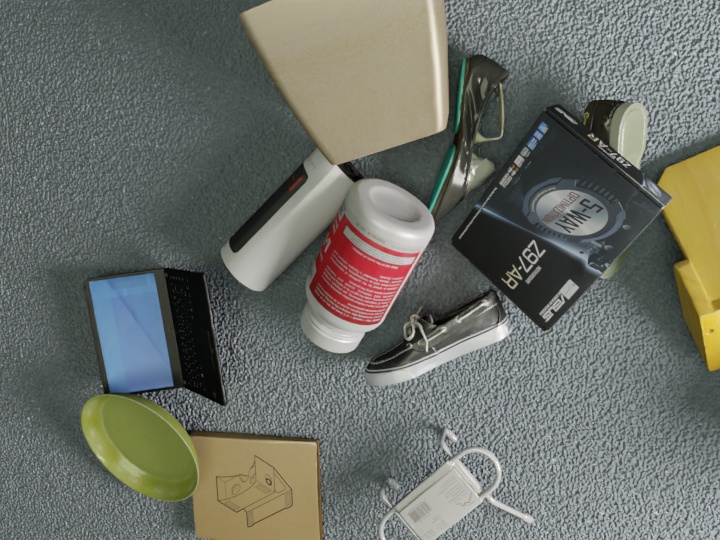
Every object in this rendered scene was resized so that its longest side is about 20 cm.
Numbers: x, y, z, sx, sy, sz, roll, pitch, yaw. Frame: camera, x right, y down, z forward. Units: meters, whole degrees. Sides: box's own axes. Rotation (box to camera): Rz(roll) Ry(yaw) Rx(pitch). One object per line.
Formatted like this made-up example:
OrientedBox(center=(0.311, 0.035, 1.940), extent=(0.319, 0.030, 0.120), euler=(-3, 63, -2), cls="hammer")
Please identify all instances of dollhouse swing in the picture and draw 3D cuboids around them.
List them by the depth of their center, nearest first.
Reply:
OrientedBox(center=(0.451, -0.026, 0.754), extent=(0.198, 0.178, 0.182), euler=(-23, 137, 16), cls="dollhouse swing")

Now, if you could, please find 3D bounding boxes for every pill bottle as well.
OrientedBox(center=(0.000, 0.000, 0.811), extent=(0.111, 0.112, 0.202), euler=(31, 121, 5), cls="pill bottle")

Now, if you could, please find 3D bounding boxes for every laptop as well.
OrientedBox(center=(-0.282, 0.095, 0.905), extent=(0.198, 0.102, 0.180), euler=(6, 107, 51), cls="laptop")

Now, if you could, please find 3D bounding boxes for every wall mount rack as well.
OrientedBox(center=(0.126, 0.315, 0.881), extent=(0.200, 0.075, 0.174), euler=(-44, 86, 17), cls="wall mount rack")

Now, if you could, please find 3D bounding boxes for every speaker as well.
OrientedBox(center=(-0.084, -0.067, 0.843), extent=(0.200, 0.081, 0.081), euler=(-42, 90, 18), cls="speaker")

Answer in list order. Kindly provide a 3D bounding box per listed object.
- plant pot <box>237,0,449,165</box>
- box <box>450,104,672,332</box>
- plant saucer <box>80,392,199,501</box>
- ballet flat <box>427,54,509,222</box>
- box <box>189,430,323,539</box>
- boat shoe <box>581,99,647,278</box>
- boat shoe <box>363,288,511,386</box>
OrientedBox(center=(0.010, -0.232, 0.738), extent=(0.197, 0.200, 0.179), euler=(-15, 109, 15), cls="plant pot")
OrientedBox(center=(0.215, -0.055, 0.748), extent=(0.160, 0.043, 0.201), euler=(45, 127, 15), cls="box")
OrientedBox(center=(-0.311, 0.248, 0.957), extent=(0.197, 0.031, 0.203), euler=(11, 124, 17), cls="plant saucer")
OrientedBox(center=(0.131, -0.149, 0.787), extent=(0.067, 0.068, 0.203), euler=(13, 104, 1), cls="ballet flat")
OrientedBox(center=(-0.153, 0.319, 0.967), extent=(0.196, 0.021, 0.167), euler=(1, 101, 14), cls="box")
OrientedBox(center=(0.281, -0.093, 0.767), extent=(0.060, 0.071, 0.205), euler=(27, 125, 48), cls="boat shoe")
OrientedBox(center=(0.087, 0.082, 0.837), extent=(0.197, 0.074, 0.069), euler=(-23, 100, 16), cls="boat shoe")
